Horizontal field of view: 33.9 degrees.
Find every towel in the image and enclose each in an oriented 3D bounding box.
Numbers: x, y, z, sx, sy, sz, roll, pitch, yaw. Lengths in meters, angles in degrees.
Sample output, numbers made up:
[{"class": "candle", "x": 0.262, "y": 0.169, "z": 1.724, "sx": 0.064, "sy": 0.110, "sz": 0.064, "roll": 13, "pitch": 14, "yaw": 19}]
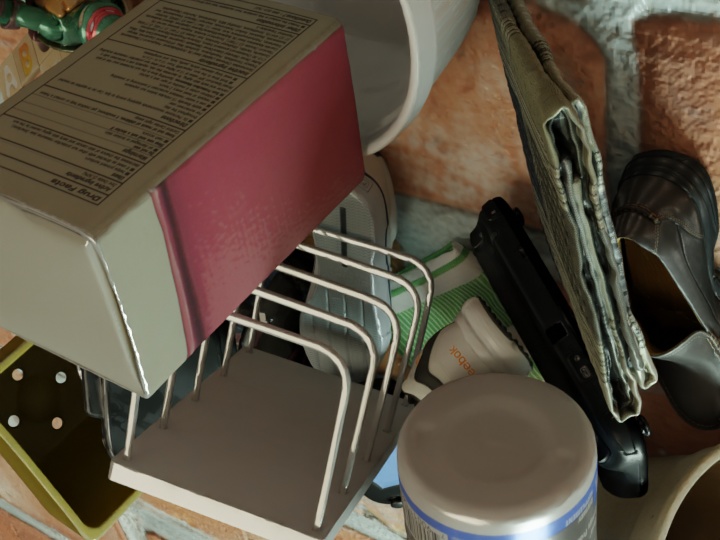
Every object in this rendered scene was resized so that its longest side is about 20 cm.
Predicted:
[{"class": "towel", "x": 0.115, "y": -0.047, "z": 0.642, "sx": 0.034, "sy": 0.201, "sz": 0.194, "roll": -15, "pitch": 122, "yaw": 7}, {"class": "towel", "x": 0.098, "y": 0.074, "z": 0.904, "sx": 0.200, "sy": 0.023, "sz": 0.152, "roll": 49, "pitch": 145, "yaw": -8}]

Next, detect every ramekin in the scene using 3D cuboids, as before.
[{"class": "ramekin", "x": -0.021, "y": -0.176, "z": 0.686, "sx": 0.198, "sy": 0.105, "sz": 0.202, "roll": 27, "pitch": 142, "yaw": 23}]

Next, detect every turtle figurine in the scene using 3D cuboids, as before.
[{"class": "turtle figurine", "x": -0.212, "y": -0.202, "z": 0.818, "sx": 0.199, "sy": 0.149, "sz": 0.102, "roll": 34, "pitch": 141, "yaw": 36}]

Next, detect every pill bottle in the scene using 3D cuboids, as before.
[{"class": "pill bottle", "x": 0.085, "y": 0.171, "z": 0.703, "sx": 0.113, "sy": 0.114, "sz": 0.202, "roll": 18, "pitch": 134, "yaw": 31}]

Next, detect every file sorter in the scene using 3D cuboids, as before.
[{"class": "file sorter", "x": -0.043, "y": 0.059, "z": 0.747, "sx": 0.137, "sy": 0.200, "sz": 0.126, "roll": 17, "pitch": 110, "yaw": 13}]

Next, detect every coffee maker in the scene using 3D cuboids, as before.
[{"class": "coffee maker", "x": -0.181, "y": 0.040, "z": 0.945, "sx": 0.194, "sy": 0.134, "sz": 0.200, "roll": 65, "pitch": 169, "yaw": -21}]

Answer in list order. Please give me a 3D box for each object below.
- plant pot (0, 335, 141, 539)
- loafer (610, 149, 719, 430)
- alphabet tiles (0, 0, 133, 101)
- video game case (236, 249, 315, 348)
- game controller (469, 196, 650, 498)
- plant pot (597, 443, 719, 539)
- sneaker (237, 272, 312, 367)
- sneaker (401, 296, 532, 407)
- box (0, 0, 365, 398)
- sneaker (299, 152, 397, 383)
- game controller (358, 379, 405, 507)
[{"class": "plant pot", "x": -0.307, "y": 0.138, "z": 1.244, "sx": 0.199, "sy": 0.194, "sz": 0.197, "roll": -8, "pitch": 122, "yaw": 56}, {"class": "loafer", "x": 0.187, "y": 0.028, "z": 0.720, "sx": 0.072, "sy": 0.072, "sz": 0.202, "roll": 3, "pitch": 130, "yaw": 41}, {"class": "alphabet tiles", "x": -0.222, "y": -0.132, "z": 0.924, "sx": 0.199, "sy": 0.007, "sz": 0.169, "roll": -33, "pitch": 71, "yaw": 43}, {"class": "video game case", "x": -0.084, "y": 0.035, "z": 1.043, "sx": 0.180, "sy": 0.026, "sz": 0.200, "roll": 41, "pitch": 146, "yaw": 3}, {"class": "game controller", "x": 0.126, "y": 0.047, "z": 0.745, "sx": 0.202, "sy": 0.042, "sz": 0.104, "roll": 65, "pitch": -173, "yaw": 34}, {"class": "plant pot", "x": 0.207, "y": 0.207, "z": 0.809, "sx": 0.201, "sy": 0.200, "sz": 0.183, "roll": 54, "pitch": 155, "yaw": -16}, {"class": "sneaker", "x": -0.038, "y": 0.084, "z": 0.980, "sx": 0.114, "sy": 0.076, "sz": 0.201, "roll": 25, "pitch": 149, "yaw": 9}, {"class": "sneaker", "x": 0.064, "y": 0.071, "z": 0.792, "sx": 0.074, "sy": 0.080, "sz": 0.200, "roll": 49, "pitch": 178, "yaw": 14}, {"class": "box", "x": -0.106, "y": -0.052, "z": 0.631, "sx": 0.127, "sy": 0.200, "sz": 0.110, "roll": 20, "pitch": 139, "yaw": 30}, {"class": "sneaker", "x": 0.000, "y": 0.000, "z": 0.877, "sx": 0.072, "sy": 0.071, "sz": 0.202, "roll": 19, "pitch": 133, "yaw": 13}, {"class": "game controller", "x": 0.022, "y": 0.142, "z": 0.948, "sx": 0.103, "sy": 0.043, "sz": 0.200, "roll": -10, "pitch": 149, "yaw": 24}]
